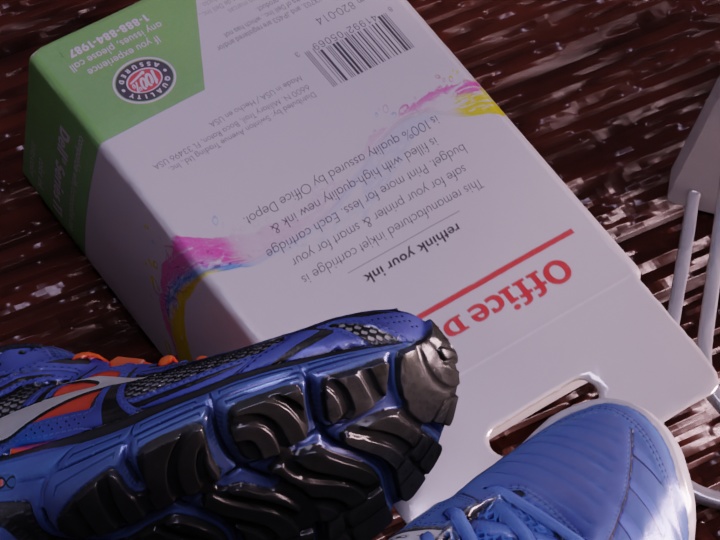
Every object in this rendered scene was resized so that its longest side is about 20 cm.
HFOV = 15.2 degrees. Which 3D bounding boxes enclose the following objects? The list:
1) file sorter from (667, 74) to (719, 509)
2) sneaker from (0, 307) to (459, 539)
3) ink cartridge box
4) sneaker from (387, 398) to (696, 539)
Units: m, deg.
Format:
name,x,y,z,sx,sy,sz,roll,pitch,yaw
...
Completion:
name,x,y,z,sx,sy,sz,roll,pitch,yaw
file sorter,0.176,-0.016,0.784,0.139,0.200,0.125,15,57,-3
sneaker,-0.070,0.047,0.729,0.200,0.075,0.078,-18,49,8
ink cartridge box,0.000,0.000,0.812,0.117,0.067,0.200,-28,67,-26
sneaker,0.022,0.100,0.667,0.076,0.077,0.200,26,55,23
